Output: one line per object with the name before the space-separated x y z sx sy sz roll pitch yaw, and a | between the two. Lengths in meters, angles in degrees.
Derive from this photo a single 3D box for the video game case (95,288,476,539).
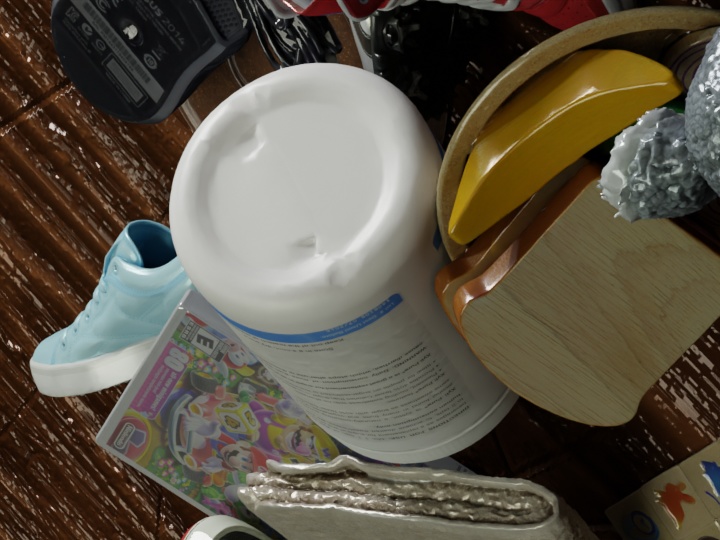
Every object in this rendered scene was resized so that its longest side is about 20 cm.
video game case | -0.037 0.107 1.639 0.199 0.018 0.143 33 137 -2

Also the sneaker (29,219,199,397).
sneaker | -0.119 0.013 1.680 0.199 0.074 0.082 -19 96 39

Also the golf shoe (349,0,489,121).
golf shoe | 0.007 -0.168 1.435 0.094 0.077 0.201 14 114 46

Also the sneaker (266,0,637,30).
sneaker | 0.031 -0.133 1.339 0.200 0.113 0.071 36 165 -28

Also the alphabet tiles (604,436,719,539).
alphabet tiles | 0.206 0.164 1.490 0.167 0.006 0.200 55 140 4

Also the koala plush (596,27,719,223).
koala plush | 0.203 -0.076 1.190 0.177 0.200 0.185 -3 113 45

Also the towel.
towel | 0.045 0.137 1.543 0.199 0.035 0.132 4 157 34

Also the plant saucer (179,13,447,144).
plant saucer | -0.042 -0.113 1.544 0.200 0.034 0.201 26 132 33

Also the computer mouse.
computer mouse | -0.087 -0.135 1.502 0.139 0.053 0.200 52 147 -7

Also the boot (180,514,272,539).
boot | -0.075 0.211 1.722 0.144 0.072 0.200 12 142 49

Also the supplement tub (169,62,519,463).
supplement tub | 0.000 0.000 1.430 0.132 0.132 0.200 31 168 28

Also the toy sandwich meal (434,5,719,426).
toy sandwich meal | 0.122 -0.025 1.323 0.070 0.204 0.206 -104 18 -49
